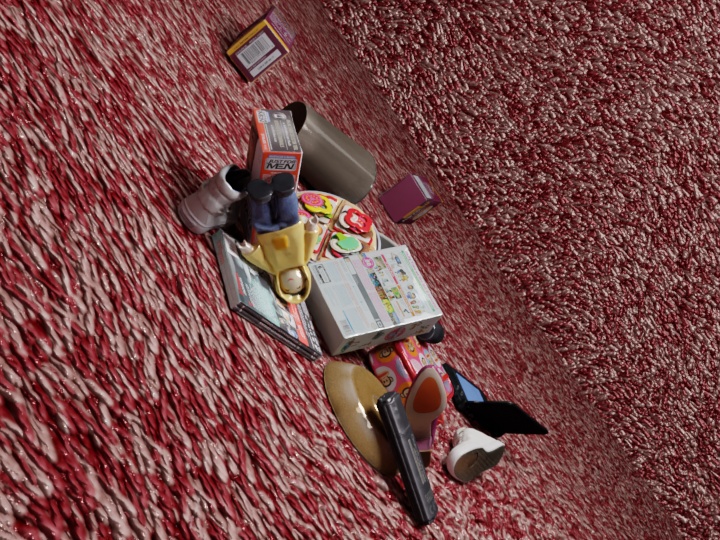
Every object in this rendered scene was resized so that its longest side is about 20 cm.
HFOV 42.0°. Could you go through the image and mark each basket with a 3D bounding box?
[{"bbox_3d":[-0.086,-0.243,1.918,0.199,0.136,0.180,37,7,-39],"label":"basket"}]

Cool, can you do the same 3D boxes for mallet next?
[{"bbox_3d":[0.085,0.055,1.714,0.201,0.041,0.066,54,11,30],"label":"mallet"}]

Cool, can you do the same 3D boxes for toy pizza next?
[{"bbox_3d":[-0.053,-0.077,1.656,0.198,0.032,0.202,16,42,-14],"label":"toy pizza"}]

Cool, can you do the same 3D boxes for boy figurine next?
[{"bbox_3d":[-0.117,-0.039,1.355,0.065,0.123,0.202,-117,-164,-55],"label":"boy figurine"}]

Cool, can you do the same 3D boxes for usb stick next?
[{"bbox_3d":[0.070,0.276,1.387,0.202,0.032,0.055,71,22,-5],"label":"usb stick"}]

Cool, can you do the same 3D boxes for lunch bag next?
[{"bbox_3d":[0.097,0.195,1.664,0.178,0.081,0.200,61,15,4],"label":"lunch bag"}]

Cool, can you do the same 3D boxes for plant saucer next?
[{"bbox_3d":[0.018,0.218,1.444,0.201,0.035,0.201,50,17,-20],"label":"plant saucer"}]

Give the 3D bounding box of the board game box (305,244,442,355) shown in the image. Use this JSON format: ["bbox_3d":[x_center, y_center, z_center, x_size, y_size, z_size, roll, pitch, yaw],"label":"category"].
[{"bbox_3d":[0.016,0.047,1.545,0.198,0.064,0.149,-11,61,-31],"label":"board game box"}]

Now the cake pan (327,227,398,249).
[{"bbox_3d":[0.000,0.000,1.659,0.198,0.037,0.202,14,42,-13],"label":"cake pan"}]

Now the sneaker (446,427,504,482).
[{"bbox_3d":[0.188,0.331,1.709,0.084,0.074,0.199,28,8,28],"label":"sneaker"}]

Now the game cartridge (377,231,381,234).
[{"bbox_3d":[0.006,-0.007,1.757,0.132,0.042,0.201,32,39,-18],"label":"game cartridge"}]

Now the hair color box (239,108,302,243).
[{"bbox_3d":[-0.138,-0.126,1.405,0.063,0.202,0.112,1,41,-17],"label":"hair color box"}]

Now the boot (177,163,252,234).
[{"bbox_3d":[-0.192,-0.112,1.377,0.074,0.095,0.200,53,15,-7],"label":"boot"}]

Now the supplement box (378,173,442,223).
[{"bbox_3d":[0.137,-0.190,2.515,0.086,0.110,0.200,57,16,7],"label":"supplement box"}]

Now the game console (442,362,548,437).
[{"bbox_3d":[0.284,0.273,1.989,0.200,0.116,0.177,40,22,-46],"label":"game console"}]

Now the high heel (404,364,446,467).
[{"bbox_3d":[0.097,0.213,1.499,0.097,0.066,0.202,-92,-172,-58],"label":"high heel"}]

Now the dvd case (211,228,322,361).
[{"bbox_3d":[-0.136,0.038,1.378,0.200,0.022,0.147,40,21,-47],"label":"dvd case"}]

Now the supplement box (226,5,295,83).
[{"bbox_3d":[-0.215,-0.498,2.056,0.086,0.110,0.201,50,16,-19],"label":"supplement box"}]
